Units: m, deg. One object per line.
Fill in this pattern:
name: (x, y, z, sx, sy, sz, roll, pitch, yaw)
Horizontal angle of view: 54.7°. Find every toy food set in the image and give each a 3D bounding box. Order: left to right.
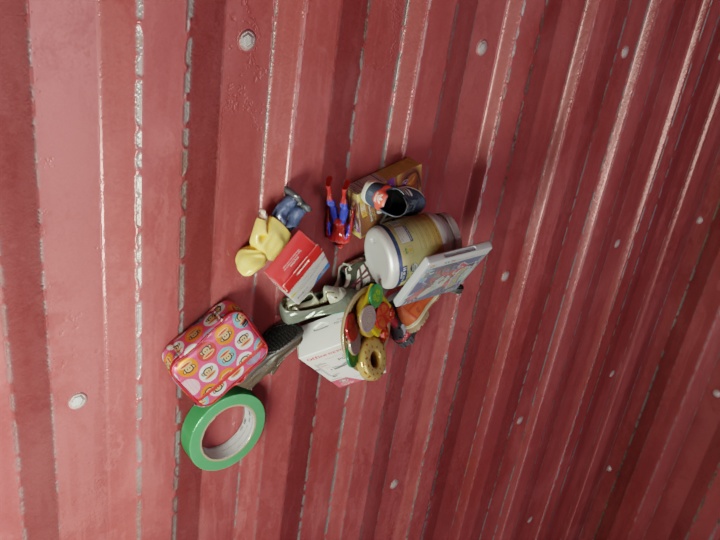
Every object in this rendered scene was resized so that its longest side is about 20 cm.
toy food set: (0.019, 0.135, 1.584, 0.198, 0.048, 0.203, 49, 57, -47)

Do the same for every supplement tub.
supplement tub: (0.122, -0.051, 1.604, 0.196, 0.145, 0.147, -16, 126, -22)

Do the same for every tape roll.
tape roll: (-0.314, 0.361, 1.602, 0.198, 0.048, 0.205, -24, 130, -32)

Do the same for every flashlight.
flashlight: (0.078, 0.132, 1.829, 0.067, 0.069, 0.200, -24, 140, 20)

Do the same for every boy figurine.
boy figurine: (-0.183, -0.071, 1.453, 0.202, 0.064, 0.124, -53, 139, -3)

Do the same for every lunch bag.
lunch bag: (-0.299, 0.183, 1.470, 0.199, 0.082, 0.178, -41, 129, -13)

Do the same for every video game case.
video game case: (0.185, 0.010, 1.583, 0.179, 0.023, 0.201, -14, 157, -28)

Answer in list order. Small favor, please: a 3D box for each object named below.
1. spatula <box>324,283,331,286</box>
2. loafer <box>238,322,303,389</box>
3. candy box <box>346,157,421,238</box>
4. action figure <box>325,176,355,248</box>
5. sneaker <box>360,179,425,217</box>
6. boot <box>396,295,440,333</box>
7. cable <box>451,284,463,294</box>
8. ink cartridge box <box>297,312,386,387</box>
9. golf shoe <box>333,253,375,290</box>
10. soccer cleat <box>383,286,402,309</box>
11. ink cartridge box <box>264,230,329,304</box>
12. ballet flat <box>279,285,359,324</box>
spatula: (-0.039, 0.090, 1.718, 0.057, 0.020, 0.200, -53, 135, -12)
loafer: (-0.210, 0.195, 1.591, 0.198, 0.073, 0.072, -36, 139, -8)
candy box: (0.057, -0.171, 1.628, 0.197, 0.056, 0.119, -28, 132, -27)
action figure: (-0.047, -0.121, 1.549, 0.203, 0.064, 0.052, 92, 9, -47)
sneaker: (0.092, -0.149, 1.570, 0.197, 0.084, 0.077, 3, 113, -44)
boot: (0.148, 0.055, 1.829, 0.108, 0.074, 0.201, 48, 48, -17)
cable: (0.180, 0.039, 1.808, 0.197, 0.097, 0.051, 7, 113, -44)
ink cartridge box: (-0.045, 0.194, 1.683, 0.144, 0.084, 0.200, -20, 143, 21)
golf shoe: (0.000, 0.000, 1.663, 0.088, 0.077, 0.203, 39, 74, -28)
soccer cleat: (0.016, 0.086, 1.711, 0.197, 0.074, 0.069, -28, 151, -3)
ink cartridge box: (-0.133, -0.008, 1.468, 0.117, 0.067, 0.200, -51, 169, -8)
ballet flat: (-0.090, 0.069, 1.581, 0.195, 0.068, 0.065, -16, 129, -4)
